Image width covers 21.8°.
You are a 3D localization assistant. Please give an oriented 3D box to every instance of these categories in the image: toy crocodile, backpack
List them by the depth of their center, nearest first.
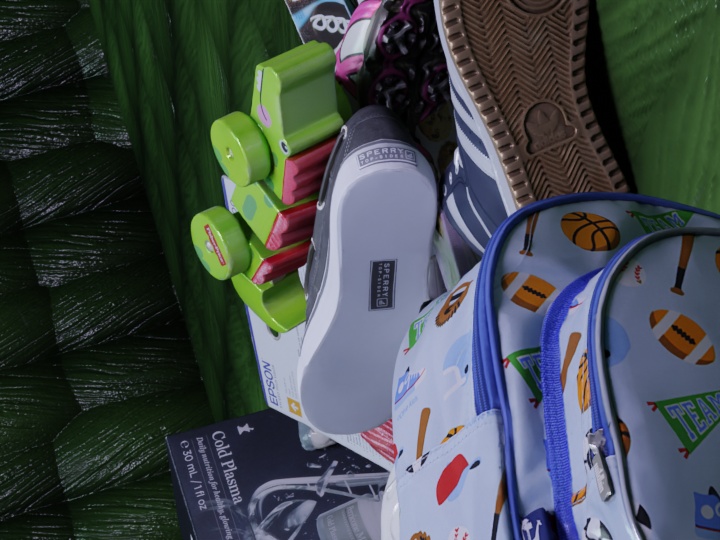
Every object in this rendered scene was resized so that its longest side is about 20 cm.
[{"bbox_3d":[0.098,0.066,0.620,0.154,0.199,0.191,-50,41,39],"label":"backpack"},{"bbox_3d":[-0.041,-0.041,0.984,0.062,0.067,0.200,50,147,25],"label":"toy crocodile"}]

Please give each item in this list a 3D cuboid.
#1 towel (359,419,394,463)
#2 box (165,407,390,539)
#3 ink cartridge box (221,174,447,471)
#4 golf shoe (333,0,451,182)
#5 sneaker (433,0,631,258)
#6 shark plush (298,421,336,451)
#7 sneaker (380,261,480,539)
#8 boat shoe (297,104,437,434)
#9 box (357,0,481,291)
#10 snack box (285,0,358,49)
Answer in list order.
[{"bbox_3d":[0.049,0.088,1.141,0.200,0.023,0.144,36,144,41],"label":"towel"},{"bbox_3d":[-0.024,0.206,1.388,0.124,0.196,0.200,89,163,-49],"label":"box"},{"bbox_3d":[0.000,0.038,1.248,0.200,0.043,0.197,25,135,42],"label":"ink cartridge box"},{"bbox_3d":[0.006,-0.105,1.007,0.092,0.072,0.201,45,132,40],"label":"golf shoe"},{"bbox_3d":[0.067,-0.083,0.867,0.108,0.070,0.201,-163,55,-75],"label":"sneaker"},{"bbox_3d":[-0.025,0.037,1.406,0.091,0.083,0.200,33,-146,-52],"label":"shark plush"},{"bbox_3d":[0.051,0.076,0.930,0.099,0.078,0.201,76,-156,-64],"label":"sneaker"},{"bbox_3d":[0.000,0.000,0.975,0.066,0.070,0.200,-101,10,-45],"label":"boat shoe"},{"bbox_3d":[0.042,-0.088,1.065,0.039,0.041,0.201,128,128,-75],"label":"box"},{"bbox_3d":[-0.018,-0.162,1.187,0.116,0.037,0.200,53,-169,-54],"label":"snack box"}]
